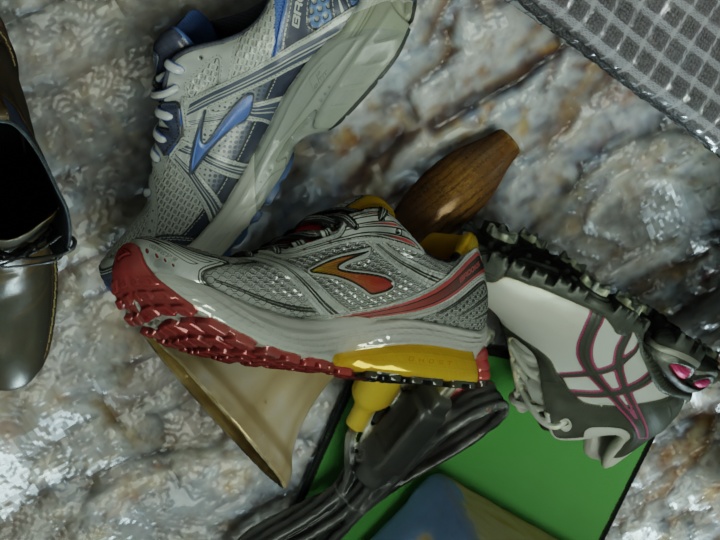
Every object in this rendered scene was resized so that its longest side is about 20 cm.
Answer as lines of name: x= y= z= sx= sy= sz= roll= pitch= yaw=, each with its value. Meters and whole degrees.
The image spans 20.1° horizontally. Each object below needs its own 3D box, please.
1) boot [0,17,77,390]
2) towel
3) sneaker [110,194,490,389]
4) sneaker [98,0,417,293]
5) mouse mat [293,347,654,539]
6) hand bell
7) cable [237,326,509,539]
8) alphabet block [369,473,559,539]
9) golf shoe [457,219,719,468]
boot: x=-0.166 y=-0.012 z=0.898 sx=0.074 sy=0.097 sz=0.201 roll=-14 pitch=123 yaw=-13
towel: x=0.151 y=-0.163 z=0.941 sx=0.200 sy=0.086 sz=0.166 roll=30 pitch=104 yaw=-33
sneaker: x=-0.025 y=0.005 z=0.907 sx=0.199 sy=0.078 sz=0.083 roll=9 pitch=85 yaw=-41
sneaker: x=-0.065 y=-0.074 z=0.925 sx=0.085 sy=0.077 sz=0.200 roll=36 pitch=107 yaw=-15
mouse mat: x=0.063 y=0.114 z=1.121 sx=0.199 sy=0.008 sz=0.162 roll=12 pitch=114 yaw=-28
hand bell: x=0.000 y=0.000 z=0.994 sx=0.200 sy=0.104 sz=0.104 roll=-43 pitch=126 yaw=-8
cable: x=0.002 y=0.100 z=1.074 sx=0.097 sy=0.050 sz=0.200 roll=13 pitch=127 yaw=-45
alphabet block: x=0.076 y=0.267 z=1.098 sx=0.200 sy=0.196 sz=0.196 roll=32 pitch=109 yaw=-35
golf shoe: x=0.106 y=0.042 z=1.031 sx=0.200 sy=0.077 sz=0.088 roll=31 pitch=97 yaw=-43
